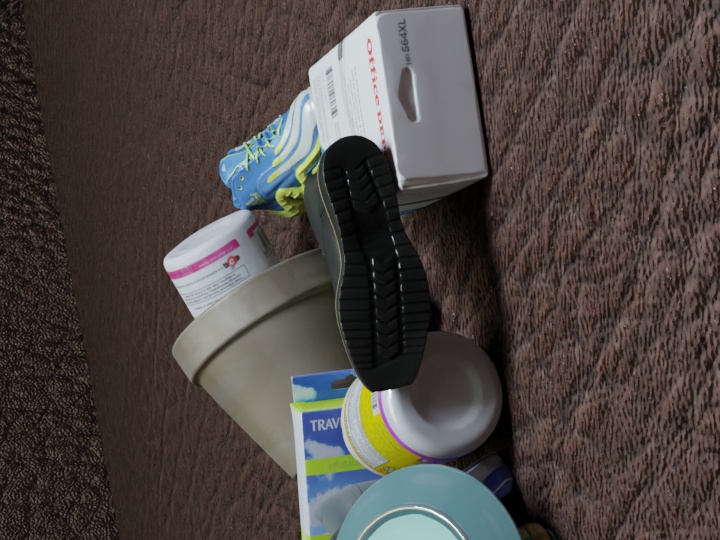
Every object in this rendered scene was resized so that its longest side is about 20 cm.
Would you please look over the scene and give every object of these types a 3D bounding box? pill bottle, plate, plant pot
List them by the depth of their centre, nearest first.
[{"bbox_3d":[0.045,0.252,1.330,0.198,0.025,0.203,-6,80,37],"label":"plate"},{"bbox_3d":[0.044,0.122,1.469,0.200,0.103,0.106,138,124,-70],"label":"pill bottle"},{"bbox_3d":[-0.060,0.103,1.688,0.175,0.199,0.200,58,156,13],"label":"plant pot"},{"bbox_3d":[-0.120,0.047,1.856,0.201,0.113,0.113,61,166,-12],"label":"pill bottle"}]

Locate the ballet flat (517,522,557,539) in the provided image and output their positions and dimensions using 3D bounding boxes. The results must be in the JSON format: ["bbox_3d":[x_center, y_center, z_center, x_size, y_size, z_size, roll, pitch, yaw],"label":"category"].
[{"bbox_3d":[0.111,0.280,1.376,0.071,0.070,0.201,-114,24,-43],"label":"ballet flat"}]

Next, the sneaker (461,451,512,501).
[{"bbox_3d":[0.079,0.247,1.438,0.115,0.080,0.200,51,128,11],"label":"sneaker"}]

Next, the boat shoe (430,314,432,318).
[{"bbox_3d":[0.021,0.014,1.601,0.068,0.072,0.200,-50,25,12],"label":"boat shoe"}]

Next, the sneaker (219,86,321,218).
[{"bbox_3d":[-0.092,-0.118,1.815,0.201,0.104,0.076,107,151,-53],"label":"sneaker"}]

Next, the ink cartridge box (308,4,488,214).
[{"bbox_3d":[0.029,-0.128,1.455,0.200,0.083,0.148,161,101,-71],"label":"ink cartridge box"}]

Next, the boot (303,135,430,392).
[{"bbox_3d":[0.000,0.000,1.403,0.138,0.076,0.203,154,110,-75],"label":"boot"}]

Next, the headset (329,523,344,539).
[{"bbox_3d":[0.006,0.300,1.400,0.123,0.094,0.203,17,105,35],"label":"headset"}]

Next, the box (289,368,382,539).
[{"bbox_3d":[0.001,0.195,1.601,0.048,0.120,0.203,-151,56,-73],"label":"box"}]
